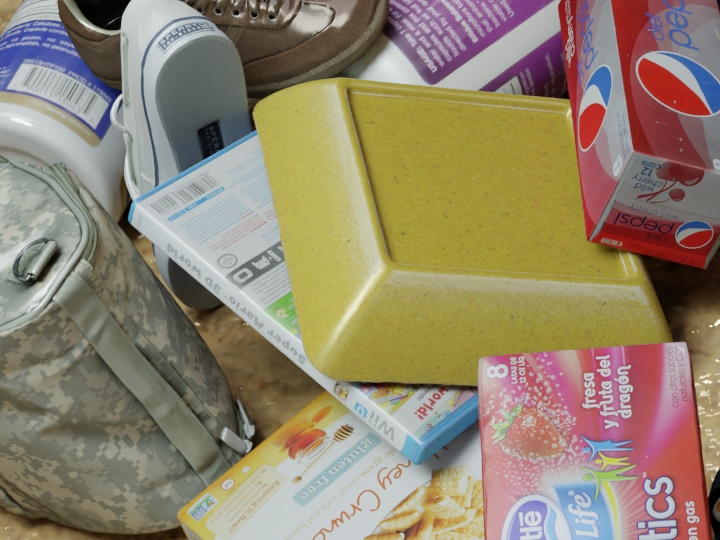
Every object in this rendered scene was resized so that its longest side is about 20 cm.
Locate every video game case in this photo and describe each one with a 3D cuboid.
[{"bbox_3d":[0.000,0.000,1.104,0.200,0.018,0.143,39,45,20],"label":"video game case"}]

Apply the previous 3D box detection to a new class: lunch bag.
[{"bbox_3d":[-0.159,0.042,1.110,0.167,0.200,0.140,18,62,40],"label":"lunch bag"}]

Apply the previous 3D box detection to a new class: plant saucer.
[{"bbox_3d":[0.058,-0.030,1.106,0.198,0.049,0.201,4,45,-18],"label":"plant saucer"}]

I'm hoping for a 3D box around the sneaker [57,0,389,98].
[{"bbox_3d":[-0.084,-0.142,1.210,0.199,0.076,0.071,-5,54,28],"label":"sneaker"}]

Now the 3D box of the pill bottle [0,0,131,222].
[{"bbox_3d":[-0.172,-0.117,1.349,0.119,0.120,0.201,0,44,26],"label":"pill bottle"}]

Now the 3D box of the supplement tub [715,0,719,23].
[{"bbox_3d":[0.240,-0.105,1.147,0.106,0.107,0.201,-14,40,12],"label":"supplement tub"}]

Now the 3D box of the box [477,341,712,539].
[{"bbox_3d":[0.101,0.141,0.910,0.095,0.100,0.201,-5,54,6],"label":"box"}]

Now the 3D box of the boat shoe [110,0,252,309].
[{"bbox_3d":[-0.103,-0.071,1.196,0.074,0.203,0.086,-27,50,-17],"label":"boat shoe"}]

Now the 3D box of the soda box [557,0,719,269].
[{"bbox_3d":[0.150,-0.096,1.130,0.069,0.064,0.201,13,41,-12],"label":"soda box"}]

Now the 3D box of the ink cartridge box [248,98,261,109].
[{"bbox_3d":[-0.037,-0.196,1.282,0.200,0.116,0.068,-39,-2,31],"label":"ink cartridge box"}]

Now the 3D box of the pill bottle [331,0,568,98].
[{"bbox_3d":[0.048,-0.119,1.251,0.200,0.113,0.112,-36,41,-16],"label":"pill bottle"}]

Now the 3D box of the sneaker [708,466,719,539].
[{"bbox_3d":[0.192,0.098,0.968,0.079,0.079,0.201,-8,43,9],"label":"sneaker"}]

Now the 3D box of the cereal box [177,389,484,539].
[{"bbox_3d":[0.022,0.130,1.044,0.144,0.040,0.200,-39,42,-19],"label":"cereal box"}]
